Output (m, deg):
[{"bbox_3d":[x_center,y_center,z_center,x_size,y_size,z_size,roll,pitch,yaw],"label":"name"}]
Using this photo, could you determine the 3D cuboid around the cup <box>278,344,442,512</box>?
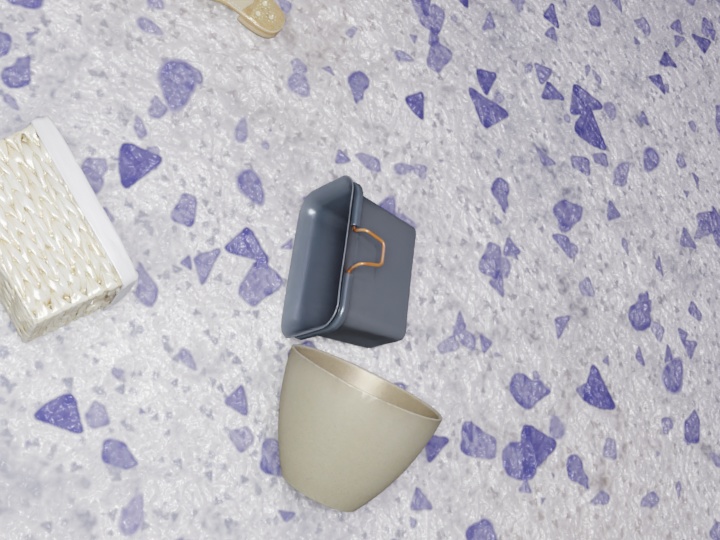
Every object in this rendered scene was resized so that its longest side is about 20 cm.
[{"bbox_3d":[-0.021,0.195,1.065,0.198,0.200,0.145,26,90,-20],"label":"cup"}]

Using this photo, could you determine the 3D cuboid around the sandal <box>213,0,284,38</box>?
[{"bbox_3d":[-0.184,-0.397,1.206,0.209,0.069,0.079,30,62,-18],"label":"sandal"}]

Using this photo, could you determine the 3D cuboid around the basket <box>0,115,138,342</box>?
[{"bbox_3d":[-0.347,-0.038,0.967,0.122,0.135,0.203,-29,90,-29],"label":"basket"}]

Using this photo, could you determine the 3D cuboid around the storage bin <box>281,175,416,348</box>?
[{"bbox_3d":[0.000,0.000,1.159,0.133,0.144,0.204,21,65,-33],"label":"storage bin"}]
